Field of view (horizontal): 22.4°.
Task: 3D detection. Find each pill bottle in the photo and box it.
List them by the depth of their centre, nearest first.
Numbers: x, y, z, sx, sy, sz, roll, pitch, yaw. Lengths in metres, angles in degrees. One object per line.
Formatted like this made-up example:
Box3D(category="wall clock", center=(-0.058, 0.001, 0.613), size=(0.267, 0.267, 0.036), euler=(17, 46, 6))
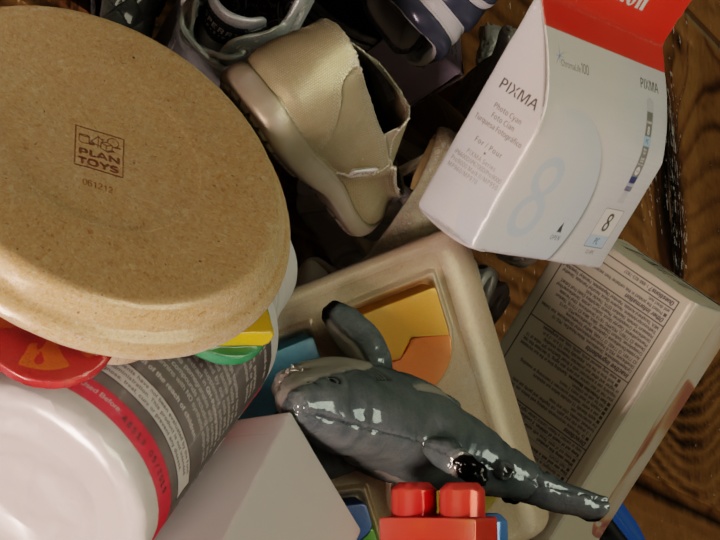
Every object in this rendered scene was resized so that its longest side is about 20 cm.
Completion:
Box3D(category="pill bottle", center=(-0.105, 0.042, 0.843), size=(0.111, 0.110, 0.200), euler=(65, 34, -23))

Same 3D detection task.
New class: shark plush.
Box3D(category="shark plush", center=(0.036, 0.100, 0.937), size=(0.200, 0.083, 0.091), euler=(36, 84, -20))

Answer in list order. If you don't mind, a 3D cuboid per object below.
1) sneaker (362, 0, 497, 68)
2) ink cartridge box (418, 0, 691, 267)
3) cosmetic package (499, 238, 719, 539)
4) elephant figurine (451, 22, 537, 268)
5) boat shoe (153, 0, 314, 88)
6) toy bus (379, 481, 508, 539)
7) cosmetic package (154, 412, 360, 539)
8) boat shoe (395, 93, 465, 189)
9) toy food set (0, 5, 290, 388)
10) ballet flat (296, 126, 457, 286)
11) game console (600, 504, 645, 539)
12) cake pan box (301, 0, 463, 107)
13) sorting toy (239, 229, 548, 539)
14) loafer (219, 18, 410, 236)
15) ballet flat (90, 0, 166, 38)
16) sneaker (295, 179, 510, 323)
Box3D(category="sneaker", center=(0.037, -0.179, 1.002), size=(0.070, 0.109, 0.200), euler=(43, 6, -21))
Box3D(category="ink cartridge box", center=(0.132, -0.099, 0.991), size=(0.160, 0.047, 0.201), euler=(7, 118, -57))
Box3D(category="cosmetic package", center=(0.135, 0.084, 1.143), size=(0.201, 0.103, 0.087), euler=(-58, 150, 10))
Box3D(category="elephant figurine", center=(0.094, -0.087, 1.184), size=(0.200, 0.155, 0.142), euler=(3, 105, -64))
Box3D(category="boat shoe", center=(-0.063, -0.133, 0.914), size=(0.070, 0.201, 0.072), euler=(34, 14, 6))
Box3D(category="toy bus", center=(0.021, 0.204, 0.914), size=(0.136, 0.199, 0.193), euler=(6, 78, -60))
Box3D(category="cosmetic package", center=(-0.090, 0.166, 0.837), size=(0.085, 0.107, 0.200), euler=(60, 34, -28))
Box3D(category="boat shoe", center=(-0.016, -0.097, 1.071), size=(0.200, 0.072, 0.072), euler=(31, 40, -35))
Box3D(category="toy food set", center=(-0.122, -0.036, 0.782), size=(0.199, 0.049, 0.199), euler=(3, 50, -34))
Box3D(category="ballet flat", center=(0.000, 0.000, 1.035), size=(0.062, 0.067, 0.200), euler=(43, 79, 3))
Box3D(category="game console", center=(0.142, 0.217, 1.297), size=(0.200, 0.118, 0.171), euler=(52, 10, -39))
Box3D(category="cake pan box", center=(-0.017, -0.212, 1.049), size=(0.184, 0.052, 0.201), euler=(32, 40, -34))
Box3D(category="sorting toy", center=(0.001, 0.094, 0.983), size=(0.199, 0.036, 0.186), euler=(-23, 104, -20))
Box3D(category="loafer", center=(-0.007, -0.072, 0.927), size=(0.076, 0.068, 0.200), euler=(55, 6, 15))
Box3D(category="ballet flat", center=(-0.134, -0.104, 0.908), size=(0.057, 0.067, 0.201), euler=(17, 58, -12))
Box3D(category="sneaker", center=(0.025, 0.007, 1.117), size=(0.200, 0.075, 0.081), euler=(41, 59, -44))
